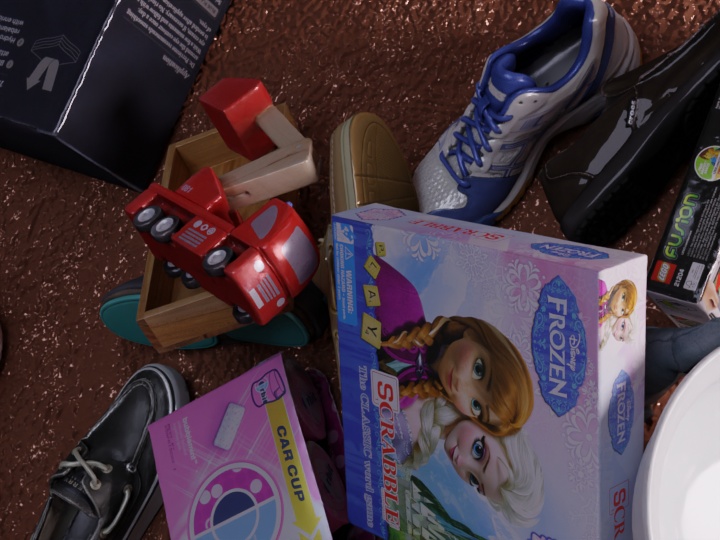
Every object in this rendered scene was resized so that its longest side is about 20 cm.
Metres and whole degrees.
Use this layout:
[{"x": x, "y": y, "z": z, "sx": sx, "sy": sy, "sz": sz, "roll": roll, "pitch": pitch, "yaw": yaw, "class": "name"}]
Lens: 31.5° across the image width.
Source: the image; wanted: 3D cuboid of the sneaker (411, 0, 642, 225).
[{"x": 0.090, "y": -0.103, "z": 0.837, "sx": 0.200, "sy": 0.088, "sz": 0.075, "roll": -46, "pitch": 58, "yaw": 8, "class": "sneaker"}]

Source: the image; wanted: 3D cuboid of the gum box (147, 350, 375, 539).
[{"x": -0.060, "y": 0.162, "z": 0.833, "sx": 0.113, "sy": 0.066, "sz": 0.201, "roll": -29, "pitch": 59, "yaw": 18, "class": "gum box"}]

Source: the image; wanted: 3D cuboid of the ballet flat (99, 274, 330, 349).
[{"x": -0.098, "y": 0.019, "z": 0.917, "sx": 0.199, "sy": 0.073, "sz": 0.073, "roll": -1, "pitch": 71, "yaw": 36, "class": "ballet flat"}]

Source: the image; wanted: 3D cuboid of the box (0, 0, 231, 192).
[{"x": -0.237, "y": -0.193, "z": 1.040, "sx": 0.196, "sy": 0.117, "sz": 0.201, "roll": 18, "pitch": 80, "yaw": 33, "class": "box"}]

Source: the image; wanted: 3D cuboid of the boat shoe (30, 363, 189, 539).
[{"x": -0.184, "y": 0.158, "z": 0.907, "sx": 0.070, "sy": 0.064, "sz": 0.201, "roll": 16, "pitch": 80, "yaw": 33, "class": "boat shoe"}]

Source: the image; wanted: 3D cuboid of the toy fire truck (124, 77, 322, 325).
[{"x": -0.074, "y": -0.052, "z": 0.828, "sx": 0.141, "sy": 0.049, "sz": 0.200, "roll": -42, "pitch": 38, "yaw": -17, "class": "toy fire truck"}]

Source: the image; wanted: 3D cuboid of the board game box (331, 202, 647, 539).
[{"x": 0.066, "y": 0.075, "z": 0.713, "sx": 0.199, "sy": 0.041, "sz": 0.201, "roll": 13, "pitch": 112, "yaw": 46, "class": "board game box"}]

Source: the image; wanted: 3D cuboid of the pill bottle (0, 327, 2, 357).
[{"x": -0.381, "y": 0.043, "z": 0.982, "sx": 0.110, "sy": 0.200, "sz": 0.111, "roll": -10, "pitch": 67, "yaw": 26, "class": "pill bottle"}]

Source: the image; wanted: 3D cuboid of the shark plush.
[{"x": 0.131, "y": 0.062, "z": 0.718, "sx": 0.200, "sy": 0.083, "sz": 0.091, "roll": -1, "pitch": 74, "yaw": 58, "class": "shark plush"}]

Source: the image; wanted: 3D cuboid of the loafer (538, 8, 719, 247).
[{"x": 0.183, "y": -0.106, "z": 0.792, "sx": 0.200, "sy": 0.073, "sz": 0.071, "roll": -46, "pitch": 58, "yaw": 7, "class": "loafer"}]

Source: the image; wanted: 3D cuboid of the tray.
[{"x": -0.094, "y": -0.034, "z": 0.892, "sx": 0.098, "sy": 0.037, "sz": 0.201, "roll": -18, "pitch": 38, "yaw": 14, "class": "tray"}]

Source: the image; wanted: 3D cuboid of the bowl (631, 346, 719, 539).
[{"x": 0.216, "y": 0.132, "z": 0.648, "sx": 0.200, "sy": 0.090, "sz": 0.202, "roll": 4, "pitch": 75, "yaw": -14, "class": "bowl"}]

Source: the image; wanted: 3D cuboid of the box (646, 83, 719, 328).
[{"x": 0.226, "y": -0.060, "z": 0.729, "sx": 0.035, "sy": 0.110, "sz": 0.201, "roll": 17, "pitch": 80, "yaw": 33, "class": "box"}]

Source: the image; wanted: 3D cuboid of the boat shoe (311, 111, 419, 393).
[{"x": 0.000, "y": 0.000, "z": 0.832, "sx": 0.066, "sy": 0.074, "sz": 0.201, "roll": -9, "pitch": 88, "yaw": 36, "class": "boat shoe"}]
